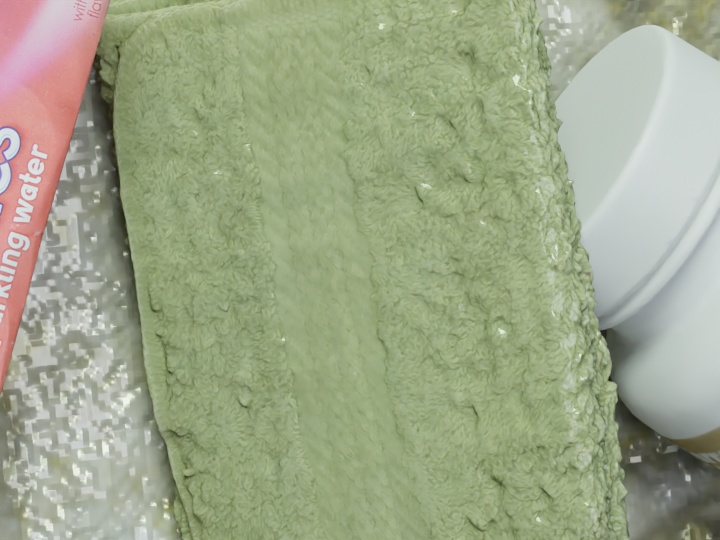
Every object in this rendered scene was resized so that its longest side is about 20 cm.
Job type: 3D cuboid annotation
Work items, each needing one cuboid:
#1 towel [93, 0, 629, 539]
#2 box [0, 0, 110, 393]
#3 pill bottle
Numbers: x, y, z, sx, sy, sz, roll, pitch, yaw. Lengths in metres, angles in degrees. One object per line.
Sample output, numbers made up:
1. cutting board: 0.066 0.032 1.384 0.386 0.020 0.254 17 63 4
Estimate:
1. towel: 0.000 0.000 0.847 0.036 0.147 0.202 -14 93 -65
2. box: -0.145 -0.015 0.799 0.102 0.095 0.201 18 81 -19
3. pill bottle: 0.146 0.014 0.900 0.199 0.120 0.120 31 77 -17
